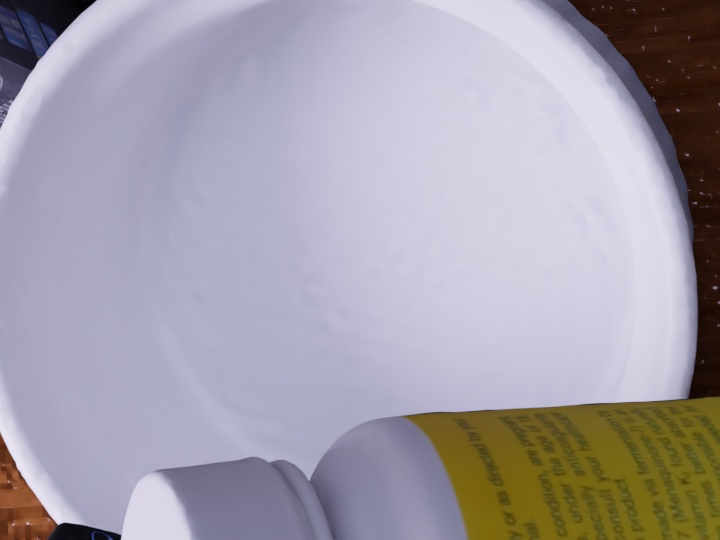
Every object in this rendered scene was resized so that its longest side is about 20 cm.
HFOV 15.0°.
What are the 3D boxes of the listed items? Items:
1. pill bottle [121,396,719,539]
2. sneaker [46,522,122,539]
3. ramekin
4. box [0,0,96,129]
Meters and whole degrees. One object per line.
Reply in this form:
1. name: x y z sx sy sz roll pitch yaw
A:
1. pill bottle: 0.049 0.089 0.653 0.199 0.114 0.115 -2 81 -18
2. sneaker: -0.074 0.145 0.764 0.078 0.070 0.200 28 130 5
3. ramekin: 0.000 0.000 0.769 0.199 0.098 0.201 3 102 13
4. box: -0.138 -0.110 0.789 0.049 0.200 0.162 -29 76 11
